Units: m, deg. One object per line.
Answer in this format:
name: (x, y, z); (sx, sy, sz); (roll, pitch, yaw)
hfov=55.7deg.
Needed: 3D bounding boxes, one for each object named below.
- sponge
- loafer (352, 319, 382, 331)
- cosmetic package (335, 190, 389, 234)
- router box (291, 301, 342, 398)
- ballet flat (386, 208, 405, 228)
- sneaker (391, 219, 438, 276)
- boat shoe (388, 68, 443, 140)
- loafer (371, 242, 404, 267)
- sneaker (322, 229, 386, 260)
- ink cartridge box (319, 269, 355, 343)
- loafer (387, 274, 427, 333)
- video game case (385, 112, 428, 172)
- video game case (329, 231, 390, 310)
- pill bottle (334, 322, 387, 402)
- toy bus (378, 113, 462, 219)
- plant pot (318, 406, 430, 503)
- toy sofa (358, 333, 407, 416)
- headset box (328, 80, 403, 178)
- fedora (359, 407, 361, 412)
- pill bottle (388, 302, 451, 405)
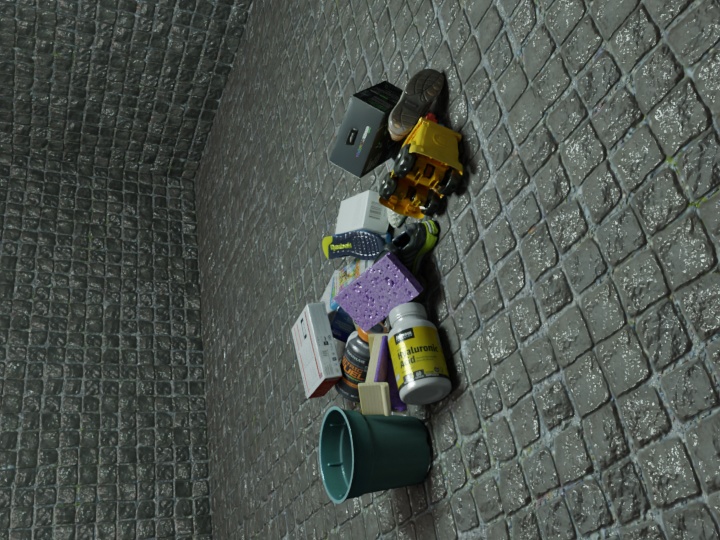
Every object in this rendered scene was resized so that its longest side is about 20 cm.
sponge: (0.036, 0.051, 1.518); (0.112, 0.030, 0.200); (49, 129, -3)
loafer: (0.011, 0.142, 1.739); (0.076, 0.068, 0.201); (-126, 47, -55)
cosmetic package: (0.006, -0.141, 1.782); (0.200, 0.074, 0.102); (174, 108, -69)
router box: (-0.116, 0.207, 1.749); (0.180, 0.049, 0.201); (126, 133, -58)
ballet flat: (0.094, -0.192, 1.632); (0.072, 0.071, 0.200); (-111, 35, -43)
sneaker: (0.101, -0.041, 1.565); (0.074, 0.081, 0.200); (-109, 34, -42)
boat shoe: (0.119, -0.372, 1.528); (0.200, 0.076, 0.072); (-53, -6, -22)
loafer: (0.052, 0.014, 1.547); (0.068, 0.070, 0.201); (38, 147, 17)
sneaker: (-0.004, -0.068, 1.687); (0.199, 0.082, 0.074); (4, 103, 44)
ink cartridge box: (-0.058, 0.109, 1.816); (0.201, 0.076, 0.136); (-63, 24, -5)
loafer: (0.090, 0.097, 1.576); (0.073, 0.071, 0.201); (-129, 49, -56)
video game case: (0.113, -0.316, 1.668); (0.200, 0.017, 0.143); (124, 143, -47)
video game case: (0.000, 0.000, 1.701); (0.200, 0.018, 0.143); (-40, 22, 23)
pill bottle: (0.008, 0.219, 1.678); (0.106, 0.106, 0.201); (-120, 39, -51)
toy bus: (0.133, -0.240, 1.495); (0.200, 0.135, 0.193); (128, 157, -53)
plant pot: (0.033, 0.397, 1.487); (0.200, 0.195, 0.201); (-176, 90, -66)
toy sofa: (0.057, 0.223, 1.493); (0.200, 0.097, 0.083); (-74, -20, -60)
headset box: (0.026, -0.332, 1.601); (0.200, 0.093, 0.175); (-43, -20, -53)
fedora: (0.009, 0.413, 1.675); (0.200, 0.081, 0.202); (-174, 90, -65)
pill bottle: (0.119, 0.174, 1.451); (0.111, 0.111, 0.201); (125, 142, -47)
